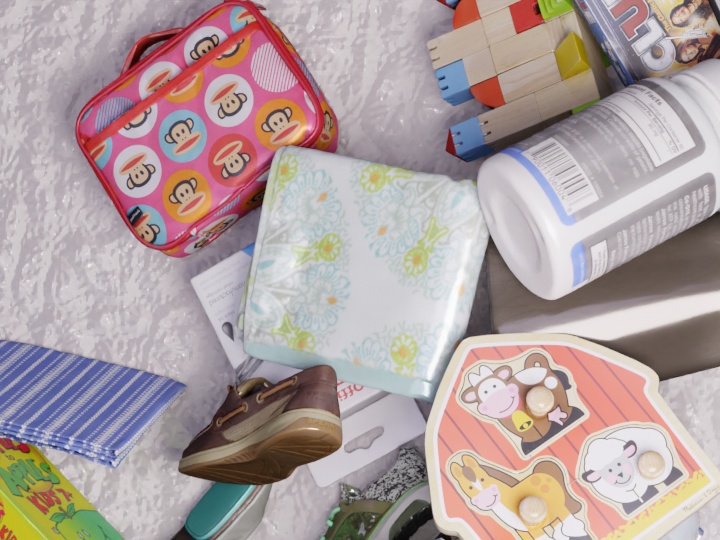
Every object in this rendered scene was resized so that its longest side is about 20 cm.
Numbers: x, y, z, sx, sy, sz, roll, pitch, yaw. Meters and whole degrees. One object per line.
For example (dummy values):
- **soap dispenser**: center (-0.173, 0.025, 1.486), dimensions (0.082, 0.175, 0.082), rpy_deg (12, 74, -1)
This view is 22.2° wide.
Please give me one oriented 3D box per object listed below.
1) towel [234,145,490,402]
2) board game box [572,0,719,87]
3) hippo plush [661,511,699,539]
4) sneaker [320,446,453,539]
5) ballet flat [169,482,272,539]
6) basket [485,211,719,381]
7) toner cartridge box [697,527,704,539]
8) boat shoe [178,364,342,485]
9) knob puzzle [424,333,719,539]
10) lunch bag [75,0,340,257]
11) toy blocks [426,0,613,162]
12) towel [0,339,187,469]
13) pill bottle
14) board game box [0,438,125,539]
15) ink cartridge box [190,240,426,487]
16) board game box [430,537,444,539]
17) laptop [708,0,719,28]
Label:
- **towel**: center (0.000, 0.000, 1.422), dimensions (0.199, 0.048, 0.173), rpy_deg (14, 92, 31)
- **board game box**: center (0.249, -0.200, 1.418), dimensions (0.135, 0.035, 0.201), rpy_deg (-34, 101, -4)
- **hippo plush**: center (0.192, 0.226, 1.370), dimensions (0.160, 0.200, 0.160), rpy_deg (-39, 81, -15)
- **sneaker**: center (-0.003, 0.221, 1.508), dimensions (0.200, 0.077, 0.089), rpy_deg (-39, 48, 11)
- **ballet flat**: center (-0.132, 0.238, 1.532), dimensions (0.200, 0.067, 0.064), rpy_deg (-45, 116, -6)
- **basket**: center (0.203, 0.023, 1.418), dimensions (0.198, 0.136, 0.181), rpy_deg (-6, 51, 9)
- **toner cartridge box**: center (0.175, 0.258, 1.460), dimensions (0.095, 0.043, 0.201), rpy_deg (37, 96, 12)
- **boat shoe**: center (-0.078, 0.120, 1.449), dimensions (0.200, 0.072, 0.073), rpy_deg (-30, 51, 53)
- **knob puzzle**: center (0.133, 0.122, 1.302), dimensions (0.218, 0.031, 0.221), rpy_deg (-1, 63, 1)
- **lunch bag**: center (-0.134, -0.128, 1.544), dimensions (0.199, 0.082, 0.177), rpy_deg (-35, 76, 9)
- **toy blocks**: center (0.119, -0.176, 1.478), dimensions (0.136, 0.100, 0.202), rpy_deg (-20, 72, 21)
- **towel**: center (-0.263, 0.108, 1.535), dimensions (0.198, 0.145, 0.024), rpy_deg (12, 115, 14)
- **pill bottle**: center (0.195, -0.071, 1.343), dimensions (0.199, 0.114, 0.114), rpy_deg (-27, 80, -15)
- **board game box**: center (-0.281, 0.202, 1.547), dimensions (0.200, 0.101, 0.048), rpy_deg (44, 106, 12)
- **ink cartridge box**: center (-0.040, 0.069, 1.512), dimensions (0.115, 0.067, 0.201), rpy_deg (-29, 81, 12)
- **board game box**: center (0.042, 0.280, 1.392), dimensions (0.199, 0.200, 0.062), rpy_deg (-5, 46, 49)
- **laptop**: center (0.365, -0.179, 1.344), dimensions (0.116, 0.187, 0.201), rpy_deg (-29, 79, 40)
